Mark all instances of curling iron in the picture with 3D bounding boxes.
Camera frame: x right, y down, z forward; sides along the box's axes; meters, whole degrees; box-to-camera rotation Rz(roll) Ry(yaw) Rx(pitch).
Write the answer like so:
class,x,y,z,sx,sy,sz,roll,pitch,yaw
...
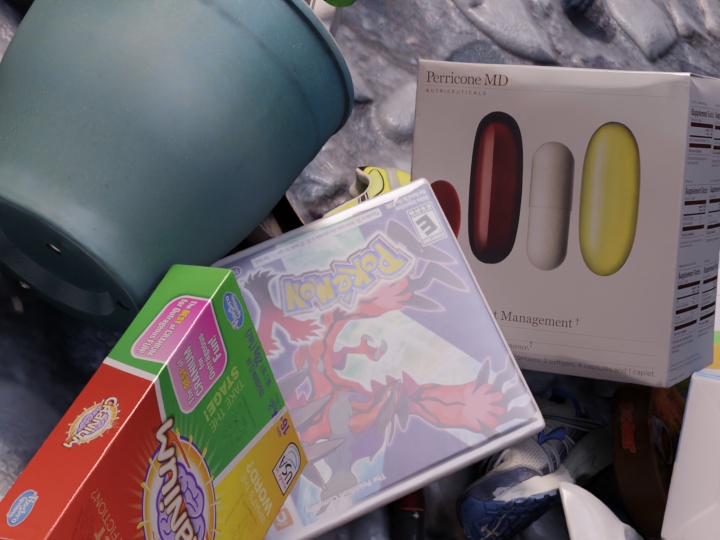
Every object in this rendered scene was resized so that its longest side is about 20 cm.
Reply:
class,x,y,z,sx,sy,sz,roll,pitch,yaw
curling iron,0.041,0.154,1.051,0.026,0.049,0.201,53,38,-43

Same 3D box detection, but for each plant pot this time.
class,x,y,z,sx,sy,sz,roll,pitch,yaw
plant pot,-0.134,-0.075,0.935,0.200,0.200,0.189,38,66,-15

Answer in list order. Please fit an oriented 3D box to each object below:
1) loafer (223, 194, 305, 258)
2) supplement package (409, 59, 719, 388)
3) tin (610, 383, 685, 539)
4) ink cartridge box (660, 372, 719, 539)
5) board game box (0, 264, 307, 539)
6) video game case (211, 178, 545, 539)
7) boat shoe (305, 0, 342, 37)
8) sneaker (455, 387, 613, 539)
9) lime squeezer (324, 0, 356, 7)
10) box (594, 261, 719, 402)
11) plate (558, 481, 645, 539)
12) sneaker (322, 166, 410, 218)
class,x,y,z,sx,sy,sz,roll,pitch,yaw
loafer,-0.082,-0.068,1.084,0.073,0.071,0.201,-20,75,-50
supplement package,0.143,-0.037,1.095,0.147,0.190,0.201,-8,102,-66
tin,0.230,0.155,1.176,0.200,0.042,0.113,48,34,-49
ink cartridge box,0.279,0.142,1.128,0.200,0.066,0.117,17,83,-63
board game box,-0.106,0.119,0.850,0.200,0.040,0.154,-59,142,-41
video game case,-0.007,0.057,1.007,0.199,0.023,0.183,-22,80,-18
boat shoe,-0.059,-0.148,1.186,0.056,0.069,0.201,13,45,3
sneaker,0.111,0.132,1.124,0.085,0.077,0.200,53,29,14
lime squeezer,-0.039,-0.227,1.199,0.199,0.038,0.071,3,41,-5
box,0.298,0.049,1.268,0.199,0.112,0.102,6,74,-20
plate,0.198,0.256,1.068,0.200,0.032,0.201,44,30,-53
sneaker,0.000,0.000,1.127,0.076,0.076,0.200,21,41,7
